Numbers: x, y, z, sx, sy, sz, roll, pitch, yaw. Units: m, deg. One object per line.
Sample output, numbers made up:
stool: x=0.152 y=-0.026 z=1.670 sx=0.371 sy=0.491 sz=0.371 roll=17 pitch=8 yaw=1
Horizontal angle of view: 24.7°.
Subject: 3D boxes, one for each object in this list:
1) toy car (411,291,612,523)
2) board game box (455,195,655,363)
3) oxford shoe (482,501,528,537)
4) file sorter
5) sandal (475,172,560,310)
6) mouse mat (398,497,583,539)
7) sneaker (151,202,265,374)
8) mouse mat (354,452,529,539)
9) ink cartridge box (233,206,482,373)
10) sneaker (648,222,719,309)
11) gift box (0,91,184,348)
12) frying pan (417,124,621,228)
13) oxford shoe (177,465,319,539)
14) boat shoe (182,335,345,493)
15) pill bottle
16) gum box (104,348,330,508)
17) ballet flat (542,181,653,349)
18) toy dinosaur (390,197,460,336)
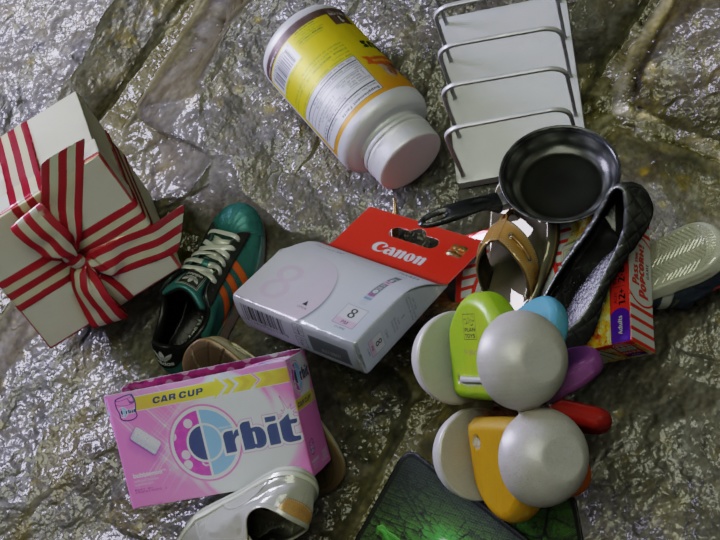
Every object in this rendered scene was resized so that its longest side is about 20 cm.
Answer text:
toy car: x=0.147 y=0.110 z=1.428 sx=0.150 sy=0.175 sz=0.201 roll=-14 pitch=93 yaw=-26
board game box: x=0.183 y=0.022 z=1.576 sx=0.200 sy=0.046 sz=0.152 roll=-17 pitch=62 yaw=37
oxford shoe: x=0.159 y=0.252 z=1.503 sx=0.200 sy=0.071 sz=0.071 roll=28 pitch=117 yaw=22
file sorter: x=0.148 y=-0.210 z=1.681 sx=0.138 sy=0.125 sz=0.201 roll=-9 pitch=66 yaw=11
sandal: x=0.137 y=-0.003 z=1.555 sx=0.080 sy=0.054 sz=0.201 roll=-1 pitch=70 yaw=42
mouse mat: x=0.118 y=0.291 z=1.491 sx=0.200 sy=0.008 sz=0.161 roll=-14 pitch=80 yaw=32
sneaker: x=-0.157 y=0.013 z=1.694 sx=0.071 sy=0.080 sz=0.200 roll=13 pitch=72 yaw=21
mouse mat: x=0.078 y=0.282 z=1.500 sx=0.200 sy=0.008 sz=0.161 roll=35 pitch=105 yaw=28
ink cartridge box: x=0.000 y=0.000 z=1.599 sx=0.162 sy=0.057 sz=0.200 roll=19 pitch=56 yaw=38
sneaker: x=0.277 y=0.014 z=1.587 sx=0.200 sy=0.084 sz=0.075 roll=-15 pitch=63 yaw=36
gift box: x=-0.294 y=-0.062 z=1.676 sx=0.200 sy=0.185 sz=0.187 roll=-35 pitch=35 yaw=5
frying pan: x=0.160 y=-0.064 z=1.534 sx=0.190 sy=0.031 sz=0.115 roll=-40 pitch=58 yaw=-16
oxford shoe: x=-0.113 y=0.251 z=1.548 sx=0.200 sy=0.075 sz=0.058 roll=-38 pitch=33 yaw=36
boat shoe: x=-0.088 y=0.138 z=1.630 sx=0.200 sy=0.065 sz=0.072 roll=41 pitch=105 yaw=7
pill bottle: x=-0.006 y=-0.179 z=1.718 sx=0.109 sy=0.109 sz=0.200 roll=-39 pitch=64 yaw=-3
gum box: x=-0.141 y=0.152 z=1.576 sx=0.199 sy=0.066 sz=0.114 roll=-12 pitch=95 yaw=16
ballet flat: x=0.197 y=0.006 z=1.494 sx=0.066 sy=0.057 sz=0.200 roll=36 pitch=101 yaw=41
toy dinosaur: x=0.051 y=0.022 z=1.652 sx=0.106 sy=0.060 sz=0.200 roll=-39 pitch=41 yaw=-3
